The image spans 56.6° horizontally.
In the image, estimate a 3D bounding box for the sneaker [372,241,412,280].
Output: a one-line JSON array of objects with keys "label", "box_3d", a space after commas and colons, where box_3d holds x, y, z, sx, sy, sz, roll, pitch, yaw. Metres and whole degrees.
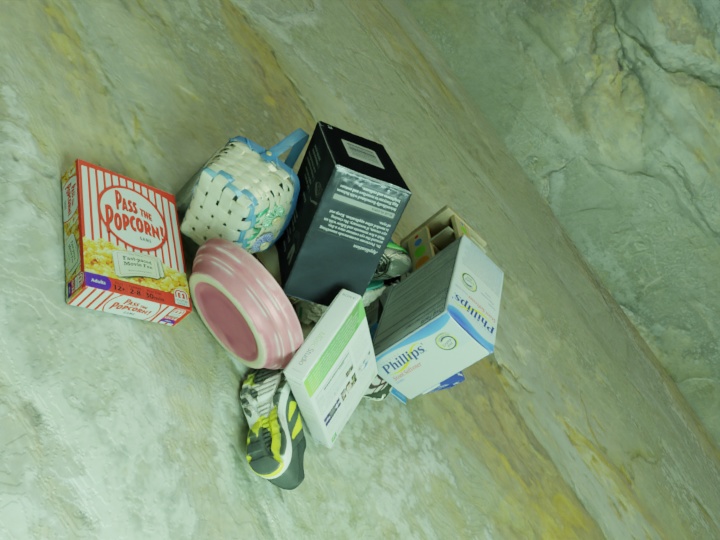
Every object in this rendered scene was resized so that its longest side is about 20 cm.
[{"label": "sneaker", "box_3d": [0.000, 0.000, 1.142, 0.199, 0.078, 0.085, -6, 32, -23]}]

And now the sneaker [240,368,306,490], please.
[{"label": "sneaker", "box_3d": [-0.115, 0.208, 0.905, 0.200, 0.074, 0.085, -96, 164, -51]}]

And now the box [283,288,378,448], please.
[{"label": "box", "box_3d": [-0.034, 0.140, 0.927, 0.145, 0.036, 0.200, -54, 153, -29]}]

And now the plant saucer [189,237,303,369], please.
[{"label": "plant saucer", "box_3d": [-0.160, 0.054, 0.884, 0.051, 0.200, 0.201, -39, 93, -32]}]

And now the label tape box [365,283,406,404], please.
[{"label": "label tape box", "box_3d": [0.060, 0.125, 1.246, 0.143, 0.066, 0.200, 41, 30, -24]}]

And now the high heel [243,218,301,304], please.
[{"label": "high heel", "box_3d": [-0.139, -0.020, 1.044, 0.143, 0.071, 0.200, 51, -4, -16]}]

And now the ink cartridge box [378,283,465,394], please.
[{"label": "ink cartridge box", "box_3d": [0.111, 0.120, 1.216, 0.094, 0.044, 0.201, 1, 59, -53]}]

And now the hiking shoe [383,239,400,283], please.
[{"label": "hiking shoe", "box_3d": [0.002, -0.058, 1.226, 0.200, 0.074, 0.087, 45, 35, -36]}]

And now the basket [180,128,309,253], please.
[{"label": "basket", "box_3d": [-0.159, -0.110, 0.984, 0.139, 0.177, 0.200, 34, 42, 2]}]

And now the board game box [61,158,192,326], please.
[{"label": "board game box", "box_3d": [-0.309, -0.035, 0.880, 0.151, 0.046, 0.201, 20, 43, -47]}]

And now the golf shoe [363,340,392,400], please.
[{"label": "golf shoe", "box_3d": [0.014, 0.184, 1.100, 0.200, 0.077, 0.089, -28, 112, -47]}]

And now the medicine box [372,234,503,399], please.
[{"label": "medicine box", "box_3d": [0.122, 0.074, 1.071, 0.103, 0.182, 0.200, 40, 38, -15]}]

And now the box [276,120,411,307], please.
[{"label": "box", "box_3d": [-0.035, -0.081, 0.969, 0.117, 0.201, 0.197, 17, 25, -19]}]

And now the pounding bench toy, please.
[{"label": "pounding bench toy", "box_3d": [0.192, 0.011, 1.278, 0.200, 0.124, 0.156, 38, 28, -30]}]

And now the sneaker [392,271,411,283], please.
[{"label": "sneaker", "box_3d": [0.114, 0.018, 1.359, 0.074, 0.082, 0.200, 46, 2, -46]}]

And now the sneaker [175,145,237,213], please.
[{"label": "sneaker", "box_3d": [-0.230, -0.135, 1.081, 0.082, 0.074, 0.200, 43, 32, -16]}]

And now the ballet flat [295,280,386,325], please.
[{"label": "ballet flat", "box_3d": [-0.039, 0.052, 1.160, 0.199, 0.072, 0.072, -9, 66, -46]}]
